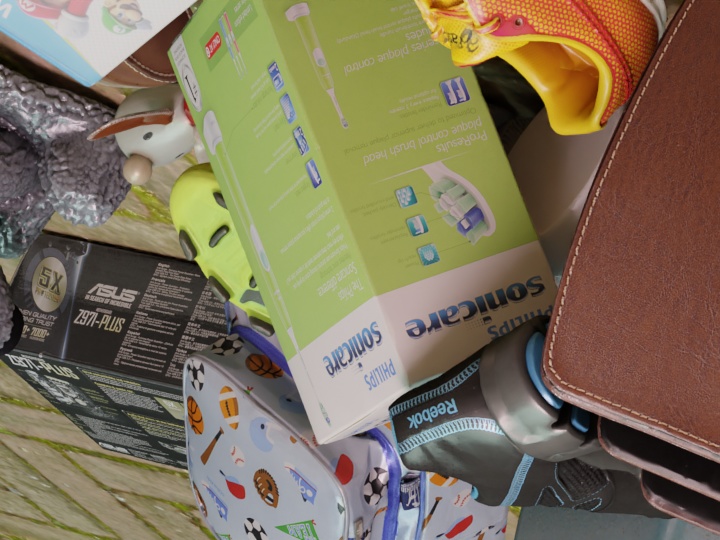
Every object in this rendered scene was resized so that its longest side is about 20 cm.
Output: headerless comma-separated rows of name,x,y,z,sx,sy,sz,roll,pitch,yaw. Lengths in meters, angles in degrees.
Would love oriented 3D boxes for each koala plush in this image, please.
koala plush,-0.248,-0.010,1.612,0.183,0.201,0.177,22,164,-23

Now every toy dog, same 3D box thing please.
toy dog,-0.070,-0.058,1.461,0.132,0.097,0.200,26,161,-6

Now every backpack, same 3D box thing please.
backpack,-0.001,0.100,1.532,0.200,0.154,0.191,42,152,39

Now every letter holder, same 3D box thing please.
letter holder,0.159,-0.005,1.160,0.142,0.201,0.101,22,162,6

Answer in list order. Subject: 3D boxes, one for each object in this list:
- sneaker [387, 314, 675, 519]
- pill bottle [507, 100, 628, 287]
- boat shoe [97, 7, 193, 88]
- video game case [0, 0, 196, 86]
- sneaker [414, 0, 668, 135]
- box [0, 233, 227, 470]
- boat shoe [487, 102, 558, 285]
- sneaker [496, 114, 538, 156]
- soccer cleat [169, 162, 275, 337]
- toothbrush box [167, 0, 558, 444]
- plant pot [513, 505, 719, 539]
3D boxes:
sneaker,0.086,0.067,1.222,0.082,0.073,0.200,-22,154,25
pill bottle,0.162,0.000,1.304,0.200,0.116,0.116,31,160,-22
boat shoe,-0.125,-0.145,1.331,0.072,0.076,0.200,9,158,33
video game case,-0.116,-0.165,1.231,0.143,0.018,0.200,32,137,-24
sneaker,0.046,-0.129,1.153,0.200,0.077,0.073,40,158,-23
box,-0.115,0.064,1.864,0.199,0.086,0.164,11,158,34
boat shoe,0.069,-0.023,1.451,0.071,0.072,0.200,19,152,39
sneaker,0.126,-0.003,1.409,0.200,0.070,0.099,32,160,-20
soccer cleat,0.000,0.001,1.385,0.200,0.084,0.065,29,132,-7
toothbrush box,0.000,-0.039,1.272,0.086,0.201,0.146,-18,172,-20
plant pot,0.198,0.183,1.629,0.196,0.201,0.196,31,160,-20
